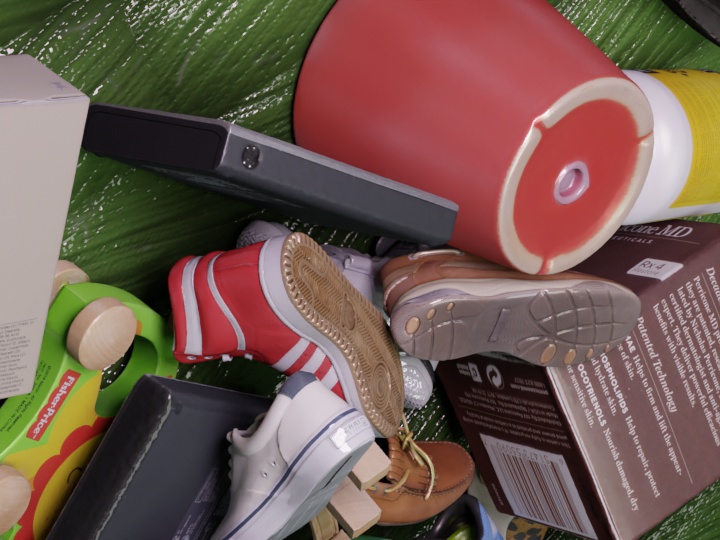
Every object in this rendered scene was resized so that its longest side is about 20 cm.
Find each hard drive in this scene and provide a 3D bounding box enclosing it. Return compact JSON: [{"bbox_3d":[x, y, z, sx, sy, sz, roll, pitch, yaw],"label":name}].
[{"bbox_3d":[-0.121,0.144,1.574,0.140,0.033,0.200,-60,156,5],"label":"hard drive"},{"bbox_3d":[-0.055,-0.058,1.462,0.200,0.139,0.033,18,85,-44],"label":"hard drive"}]

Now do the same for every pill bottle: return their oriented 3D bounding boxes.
[{"bbox_3d":[0.208,-0.091,1.719,0.200,0.112,0.112,-7,122,-55],"label":"pill bottle"}]

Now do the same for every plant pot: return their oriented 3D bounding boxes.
[{"bbox_3d":[0.085,-0.097,1.562,0.200,0.177,0.201,-26,134,-31],"label":"plant pot"}]

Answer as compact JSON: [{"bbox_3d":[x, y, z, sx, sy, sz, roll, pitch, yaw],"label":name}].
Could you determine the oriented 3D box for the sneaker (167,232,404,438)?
[{"bbox_3d":[-0.052,0.047,1.539,0.200,0.112,0.071,55,36,-45],"label":"sneaker"}]

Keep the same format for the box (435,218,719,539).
[{"bbox_3d":[0.190,0.078,1.765,0.200,0.166,0.165,-33,110,-25],"label":"box"}]

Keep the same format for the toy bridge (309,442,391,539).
[{"bbox_3d":[-0.016,0.151,1.621,0.027,0.067,0.200,-34,159,-21],"label":"toy bridge"}]

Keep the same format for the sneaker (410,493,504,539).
[{"bbox_3d":[0.050,0.246,1.761,0.200,0.078,0.089,-62,142,-44],"label":"sneaker"}]

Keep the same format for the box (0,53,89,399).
[{"bbox_3d":[-0.225,-0.022,1.387,0.082,0.068,0.201,-7,121,-43],"label":"box"}]

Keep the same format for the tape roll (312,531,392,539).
[{"bbox_3d":[-0.012,0.299,1.778,0.200,0.048,0.201,6,90,-66],"label":"tape roll"}]

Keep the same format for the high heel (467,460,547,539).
[{"bbox_3d":[0.135,0.193,1.921,0.200,0.071,0.143,-59,155,-3],"label":"high heel"}]

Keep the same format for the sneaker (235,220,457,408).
[{"bbox_3d":[0.000,0.000,1.631,0.200,0.075,0.115,44,67,-35],"label":"sneaker"}]

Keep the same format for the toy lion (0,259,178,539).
[{"bbox_3d":[-0.183,0.110,1.538,0.200,0.069,0.192,-58,148,3],"label":"toy lion"}]

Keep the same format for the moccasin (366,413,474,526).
[{"bbox_3d":[0.008,0.141,1.743,0.201,0.074,0.078,7,122,-37],"label":"moccasin"}]

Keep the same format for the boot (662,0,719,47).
[{"bbox_3d":[0.263,-0.263,1.698,0.158,0.079,0.211,-51,152,6],"label":"boot"}]

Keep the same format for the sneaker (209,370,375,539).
[{"bbox_3d":[-0.056,0.130,1.540,0.073,0.071,0.200,-26,163,-42],"label":"sneaker"}]

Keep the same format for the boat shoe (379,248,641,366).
[{"bbox_3d":[0.102,0.016,1.598,0.199,0.072,0.076,5,128,-32],"label":"boat shoe"}]
